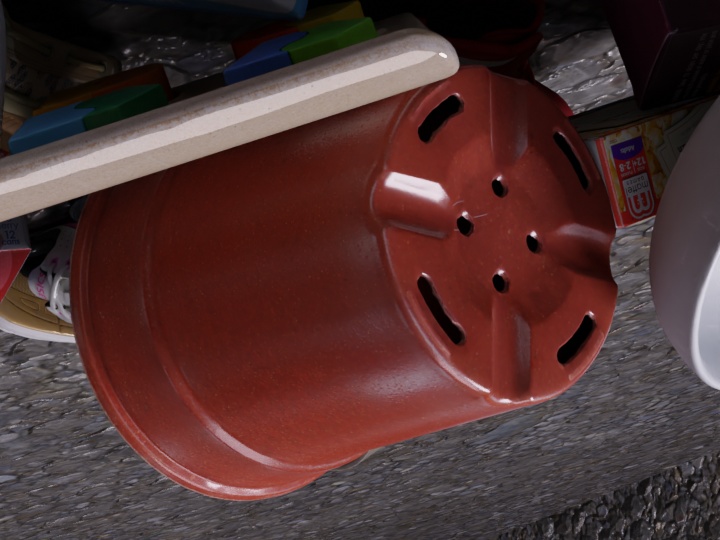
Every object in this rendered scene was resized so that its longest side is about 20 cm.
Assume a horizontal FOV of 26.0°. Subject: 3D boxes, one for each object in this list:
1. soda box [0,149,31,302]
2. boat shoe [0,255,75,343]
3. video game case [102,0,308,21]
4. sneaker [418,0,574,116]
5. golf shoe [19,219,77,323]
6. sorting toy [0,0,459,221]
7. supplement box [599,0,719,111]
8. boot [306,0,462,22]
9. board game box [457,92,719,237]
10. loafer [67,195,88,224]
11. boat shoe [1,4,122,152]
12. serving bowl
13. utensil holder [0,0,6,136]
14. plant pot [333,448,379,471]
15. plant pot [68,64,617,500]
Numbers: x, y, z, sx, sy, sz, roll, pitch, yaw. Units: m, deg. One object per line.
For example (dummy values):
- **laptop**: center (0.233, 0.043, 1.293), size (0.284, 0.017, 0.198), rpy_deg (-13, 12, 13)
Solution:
- **soda box**: center (-0.253, -0.002, 0.930), size (0.070, 0.063, 0.200), rpy_deg (-5, 161, -27)
- **boat shoe**: center (-0.182, 0.025, 1.065), size (0.069, 0.071, 0.200), rpy_deg (-29, 160, 38)
- **video game case**: center (-0.128, -0.133, 0.576), size (0.143, 0.018, 0.200), rpy_deg (10, 177, 29)
- **sneaker**: center (0.083, -0.103, 0.875), size (0.200, 0.078, 0.115), rpy_deg (1, 158, -46)
- **golf shoe**: center (-0.148, 0.017, 0.931), size (0.092, 0.073, 0.200), rpy_deg (-8, -163, -22)
- **sorting toy**: center (-0.061, -0.071, 0.620), size (0.185, 0.037, 0.200), rpy_deg (-18, -170, 1)
- **supplement box**: center (0.216, -0.162, 0.743), size (0.200, 0.110, 0.086), rpy_deg (-14, 163, -5)
- **boot**: center (-0.019, -0.154, 0.645), size (0.198, 0.073, 0.162), rpy_deg (-9, 168, -14)
- **board game box**: center (0.147, -0.064, 0.827), size (0.200, 0.046, 0.151), rpy_deg (-20, -172, -34)
- **loafer**: center (-0.071, -0.052, 0.914), size (0.200, 0.070, 0.068), rpy_deg (-11, 163, -15)
- **boat shoe**: center (-0.174, -0.100, 0.709), size (0.073, 0.063, 0.200), rpy_deg (12, 171, 22)
- **serving bowl**: center (0.201, -0.042, 0.721), size (0.200, 0.066, 0.200), rpy_deg (-28, 140, -27)
- **utensil holder**: center (-0.243, -0.038, 0.562), size (0.200, 0.170, 0.170), rpy_deg (9, 160, -4)
- **plant pot**: center (0.032, 0.015, 1.077), size (0.200, 0.187, 0.187), rpy_deg (-20, 169, -33)
- **plant pot**: center (0.000, 0.000, 0.731), size (0.201, 0.201, 0.195), rpy_deg (0, 169, -41)
